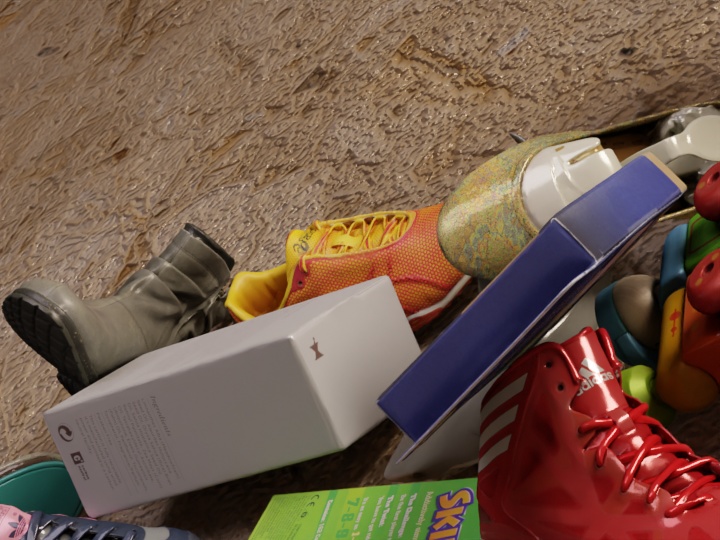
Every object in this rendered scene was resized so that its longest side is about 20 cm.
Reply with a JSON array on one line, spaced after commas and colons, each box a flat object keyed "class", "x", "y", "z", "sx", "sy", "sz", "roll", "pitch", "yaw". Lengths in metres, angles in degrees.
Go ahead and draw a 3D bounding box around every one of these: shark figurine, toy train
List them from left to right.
[{"class": "shark figurine", "x": 0.089, "y": 0.011, "z": 1.150, "sx": 0.128, "sy": 0.090, "sz": 0.215, "roll": -9, "pitch": 41, "yaw": 45}, {"class": "toy train", "x": 0.157, "y": 0.047, "z": 1.012, "sx": 0.116, "sy": 0.085, "sz": 0.200, "roll": -36, "pitch": 24, "yaw": 33}]

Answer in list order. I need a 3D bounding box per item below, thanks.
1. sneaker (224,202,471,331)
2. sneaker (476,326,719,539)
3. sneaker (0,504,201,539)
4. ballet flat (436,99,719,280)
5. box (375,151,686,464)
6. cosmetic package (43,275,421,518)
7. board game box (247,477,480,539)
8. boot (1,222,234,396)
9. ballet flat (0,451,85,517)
[{"class": "sneaker", "x": 0.000, "y": 0.000, "z": 1.281, "sx": 0.200, "sy": 0.077, "sz": 0.073, "roll": -28, "pitch": 29, "yaw": 32}, {"class": "sneaker", "x": 0.116, "y": 0.083, "z": 0.938, "sx": 0.078, "sy": 0.116, "sz": 0.200, "roll": -11, "pitch": 5, "yaw": -43}, {"class": "sneaker", "x": -0.173, "y": 0.168, "z": 1.253, "sx": 0.200, "sy": 0.082, "sz": 0.070, "roll": -16, "pitch": 35, "yaw": 41}, {"class": "ballet flat", "x": 0.132, "y": -0.048, "z": 1.115, "sx": 0.200, "sy": 0.071, "sz": 0.071, "roll": -16, "pitch": 15, "yaw": -26}, {"class": "box", "x": 0.076, "y": 0.013, "z": 0.989, "sx": 0.121, "sy": 0.032, "sz": 0.200, "roll": -47, "pitch": -5, "yaw": 24}, {"class": "cosmetic package", "x": -0.071, "y": 0.073, "z": 1.245, "sx": 0.200, "sy": 0.071, "sz": 0.101, "roll": -19, "pitch": 8, "yaw": 38}, {"class": "board game box", "x": 0.007, "y": 0.150, "z": 1.103, "sx": 0.200, "sy": 0.030, "sz": 0.096, "roll": -14, "pitch": 37, "yaw": 47}, {"class": "boot", "x": -0.142, "y": 0.017, "z": 1.357, "sx": 0.068, "sy": 0.200, "sz": 0.131, "roll": 36, "pitch": 78, "yaw": 20}, {"class": "ballet flat", "x": -0.251, "y": 0.180, "z": 1.364, "sx": 0.200, "sy": 0.067, "sz": 0.062, "roll": -42, "pitch": 16, "yaw": -5}]
